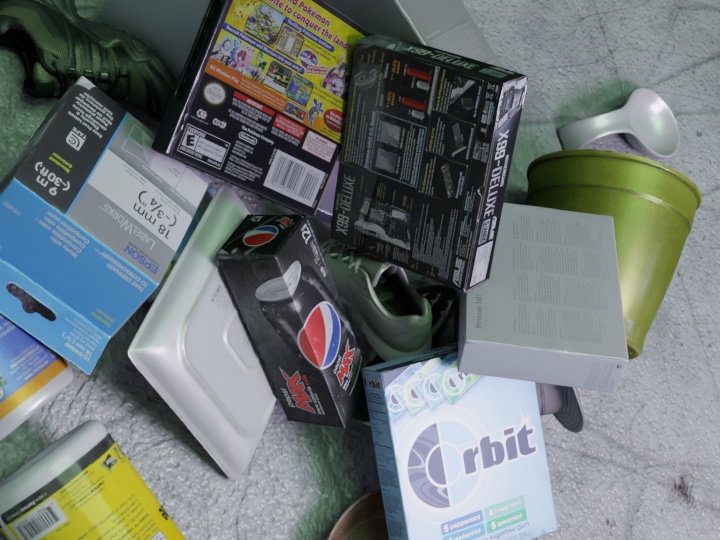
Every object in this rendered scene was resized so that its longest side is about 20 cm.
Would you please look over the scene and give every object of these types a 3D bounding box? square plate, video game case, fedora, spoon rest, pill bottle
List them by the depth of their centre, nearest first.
[{"bbox_3d":[-0.331,0.041,0.956,0.200,0.112,0.112,52,52,-7],"label":"pill bottle"},{"bbox_3d":[-0.202,0.231,0.974,0.112,0.112,0.200,-38,97,-38],"label":"pill bottle"},{"bbox_3d":[-0.075,-0.158,1.064,0.200,0.025,0.182,22,91,-51],"label":"video game case"},{"bbox_3d":[-0.112,0.057,1.097,0.198,0.028,0.201,60,43,-41],"label":"square plate"},{"bbox_3d":[0.154,0.089,1.266,0.090,0.177,0.201,-18,97,-8],"label":"fedora"},{"bbox_3d":[0.344,-0.184,1.541,0.199,0.061,0.100,-13,81,-36],"label":"spoon rest"}]

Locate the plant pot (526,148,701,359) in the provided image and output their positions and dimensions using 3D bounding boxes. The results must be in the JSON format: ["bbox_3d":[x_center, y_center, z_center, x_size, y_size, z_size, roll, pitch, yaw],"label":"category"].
[{"bbox_3d":[0.267,-0.007,1.353,0.200,0.200,0.194,22,72,-26],"label":"plant pot"}]

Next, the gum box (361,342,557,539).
[{"bbox_3d":[0.097,0.173,1.153,0.169,0.044,0.201,-13,97,-28],"label":"gum box"}]

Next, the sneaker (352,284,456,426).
[{"bbox_3d":[0.052,0.099,1.244,0.200,0.077,0.089,-60,140,-35],"label":"sneaker"}]

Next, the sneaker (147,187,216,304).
[{"bbox_3d":[-0.202,-0.006,1.086,0.199,0.079,0.131,-8,76,-35],"label":"sneaker"}]

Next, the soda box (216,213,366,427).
[{"bbox_3d":[-0.057,0.047,1.092,0.063,0.070,0.201,-54,135,-41],"label":"soda box"}]

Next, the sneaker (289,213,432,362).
[{"bbox_3d":[0.000,0.000,1.182,0.200,0.092,0.076,40,60,16],"label":"sneaker"}]

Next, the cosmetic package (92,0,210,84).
[{"bbox_3d":[-0.126,-0.287,1.166,0.123,0.199,0.200,47,53,-10],"label":"cosmetic package"}]

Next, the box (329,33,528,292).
[{"bbox_3d":[0.058,-0.099,1.105,0.050,0.157,0.201,-24,129,-52],"label":"box"}]

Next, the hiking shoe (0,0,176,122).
[{"bbox_3d":[-0.264,-0.186,1.124,0.200,0.076,0.101,34,65,-9],"label":"hiking shoe"}]

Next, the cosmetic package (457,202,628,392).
[{"bbox_3d":[0.172,0.019,1.162,0.150,0.052,0.201,9,44,-2],"label":"cosmetic package"}]

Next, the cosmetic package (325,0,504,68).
[{"bbox_3d":[0.049,-0.223,1.178,0.090,0.107,0.201,-30,91,-38],"label":"cosmetic package"}]

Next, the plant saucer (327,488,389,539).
[{"bbox_3d":[0.037,0.311,1.157,0.200,0.037,0.202,13,66,-31],"label":"plant saucer"}]

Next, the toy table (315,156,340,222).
[{"bbox_3d":[-0.035,-0.157,1.234,0.200,0.117,0.184,46,53,-11],"label":"toy table"}]

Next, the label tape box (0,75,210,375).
[{"bbox_3d":[-0.222,-0.040,0.979,0.144,0.063,0.201,39,45,-21],"label":"label tape box"}]
